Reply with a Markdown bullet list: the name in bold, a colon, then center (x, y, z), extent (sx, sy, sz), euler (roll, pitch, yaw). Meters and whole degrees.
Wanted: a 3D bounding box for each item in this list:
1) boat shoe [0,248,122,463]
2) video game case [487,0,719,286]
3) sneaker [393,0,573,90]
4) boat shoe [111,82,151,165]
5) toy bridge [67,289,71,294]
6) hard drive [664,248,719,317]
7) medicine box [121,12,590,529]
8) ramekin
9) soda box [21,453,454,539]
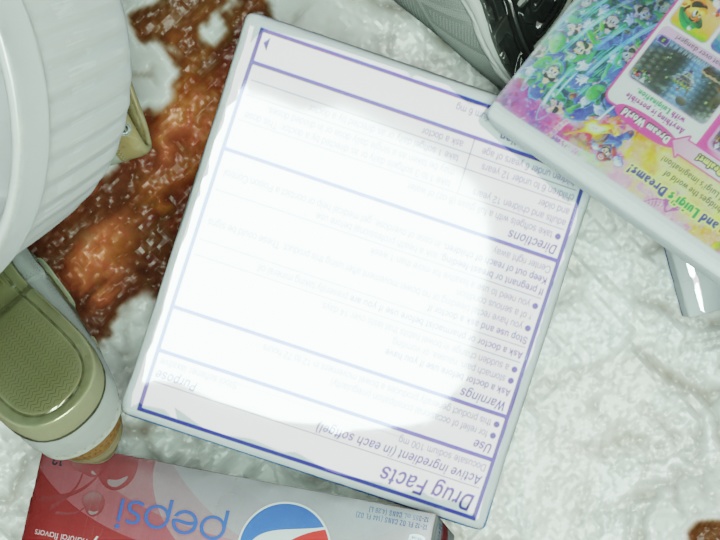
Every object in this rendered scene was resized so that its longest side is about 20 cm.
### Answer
- **boat shoe**: center (-0.179, 0.017, 0.923), extent (0.074, 0.069, 0.200), euler (-34, 58, -7)
- **video game case**: center (0.185, -0.085, 0.860), extent (0.199, 0.024, 0.183), euler (37, 86, 24)
- **sneaker**: center (0.049, -0.151, 0.971), extent (0.200, 0.079, 0.074), euler (44, 70, -19)
- **boat shoe**: center (-0.141, -0.144, 0.911), extent (0.075, 0.072, 0.202), euler (-7, 113, 16)
- **toy bridge**: center (-0.169, -0.078, 0.977), extent (0.066, 0.027, 0.202), euler (6, 93, -2)
- **hard drive**: center (0.203, -0.091, 0.998), extent (0.131, 0.025, 0.202), euler (-15, 93, -3)
- **medicine box**: center (0.000, 0.000, 0.951), extent (0.181, 0.103, 0.202), euler (18, 91, -4)
- **ramekin**: center (-0.192, -0.091, 0.839), extent (0.198, 0.105, 0.202), euler (11, 114, 27)
- **soda box**: center (-0.059, 0.134, 0.937), extent (0.198, 0.070, 0.064), euler (9, 77, 13)
